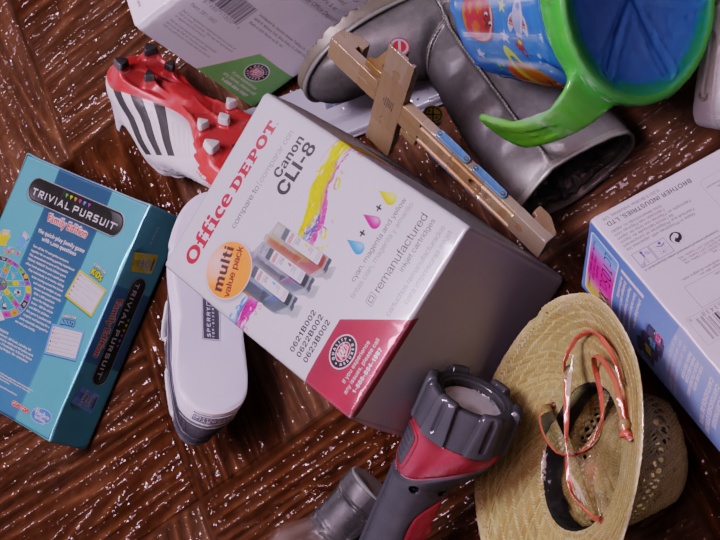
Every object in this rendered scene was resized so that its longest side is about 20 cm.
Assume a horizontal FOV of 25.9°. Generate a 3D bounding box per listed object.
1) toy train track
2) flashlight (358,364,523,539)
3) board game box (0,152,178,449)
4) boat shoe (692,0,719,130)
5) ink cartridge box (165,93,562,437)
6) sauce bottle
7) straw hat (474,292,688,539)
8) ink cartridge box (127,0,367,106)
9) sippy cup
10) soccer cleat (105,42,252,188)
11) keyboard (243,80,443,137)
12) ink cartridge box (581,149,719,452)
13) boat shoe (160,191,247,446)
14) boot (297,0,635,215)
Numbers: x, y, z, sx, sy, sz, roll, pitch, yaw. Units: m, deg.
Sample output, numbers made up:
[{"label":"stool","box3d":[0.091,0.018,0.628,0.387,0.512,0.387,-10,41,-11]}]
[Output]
[{"label":"toy train track","box3d":[0.059,-0.091,1.035,0.033,0.115,0.200,-39,76,-22]},{"label":"flashlight","box3d":[0.039,0.160,1.015,0.068,0.068,0.201,33,116,27]},{"label":"board game box","box3d":[-0.246,0.023,1.269,0.151,0.047,0.201,22,88,35]},{"label":"boat shoe","box3d":[0.239,-0.188,1.021,0.086,0.074,0.203,0,85,38]},{"label":"ink cartridge box","box3d":[0.000,0.000,1.064,0.200,0.145,0.146,36,97,35]},{"label":"sauce bottle","box3d":[-0.054,0.221,1.084,0.200,0.065,0.065,-47,58,11]},{"label":"straw hat","box3d":[0.153,0.116,0.963,0.201,0.085,0.202,-173,90,-66]},{"label":"ink cartridge box","box3d":[-0.057,-0.232,1.165,0.200,0.146,0.085,-33,56,19]},{"label":"sippy cup","box3d":[0.132,-0.172,0.991,0.178,0.140,0.130,-33,23,-29]},{"label":"soccer cleat","box3d":[-0.128,-0.098,1.218,0.200,0.069,0.085,38,140,28]},{"label":"keyboard","box3d":[-0.016,-0.125,1.193,0.199,0.011,0.056,-18,62,26]},{"label":"ink cartridge box","box3d":[0.241,0.029,0.916,0.136,0.076,0.200,-28,56,-13]},{"label":"boat shoe","box3d":[-0.115,0.035,1.174,0.068,0.071,0.201,123,149,-52]},{"label":"boot","box3d":[0.069,-0.112,1.097,0.182,0.073,0.200,-34,68,11]}]
